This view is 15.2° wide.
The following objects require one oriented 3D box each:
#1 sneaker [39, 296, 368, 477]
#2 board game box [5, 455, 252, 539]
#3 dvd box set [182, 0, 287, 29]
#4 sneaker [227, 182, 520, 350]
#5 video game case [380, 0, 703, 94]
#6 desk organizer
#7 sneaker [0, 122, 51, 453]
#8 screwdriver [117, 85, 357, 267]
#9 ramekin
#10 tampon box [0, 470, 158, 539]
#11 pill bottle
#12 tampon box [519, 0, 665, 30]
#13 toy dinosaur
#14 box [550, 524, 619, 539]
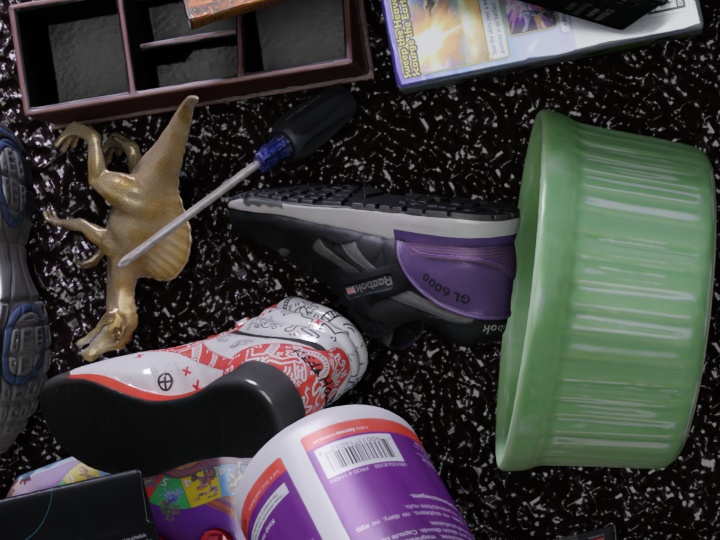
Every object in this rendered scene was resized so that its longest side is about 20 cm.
[{"bbox_3d":[-0.088,0.066,1.583,0.201,0.108,0.067,-6,111,42],"label":"sneaker"},{"bbox_3d":[-0.127,0.177,1.597,0.199,0.039,0.159,-20,87,6],"label":"board game box"},{"bbox_3d":[-0.022,-0.234,1.532,0.199,0.029,0.147,-15,88,-4],"label":"dvd box set"},{"bbox_3d":[0.000,0.000,1.537,0.200,0.076,0.088,9,102,41],"label":"sneaker"},{"bbox_3d":[0.092,-0.218,1.573,0.181,0.045,0.201,-11,88,6],"label":"video game case"},{"bbox_3d":[-0.099,-0.134,1.580,0.199,0.077,0.072,-9,88,7],"label":"desk organizer"},{"bbox_3d":[-0.237,0.013,1.609,0.087,0.074,0.201,-7,81,19],"label":"sneaker"},{"bbox_3d":[-0.067,-0.051,1.539,0.029,0.200,0.028,25,136,24],"label":"screwdriver"},{"bbox_3d":[0.135,0.016,1.492,0.097,0.200,0.201,7,90,-1],"label":"ramekin"},{"bbox_3d":[-0.220,0.202,1.505,0.200,0.150,0.127,-20,83,44],"label":"tampon box"},{"bbox_3d":[0.015,0.176,1.454,0.112,0.112,0.200,-34,51,6],"label":"pill bottle"},{"bbox_3d":[0.073,-0.220,1.445,0.199,0.150,0.127,15,89,-3],"label":"tampon box"},{"bbox_3d":[-0.129,-0.045,1.573,0.101,0.058,0.200,42,127,28],"label":"toy dinosaur"},{"bbox_3d":[0.064,0.224,1.563,0.199,0.035,0.110,-13,102,7],"label":"box"}]
